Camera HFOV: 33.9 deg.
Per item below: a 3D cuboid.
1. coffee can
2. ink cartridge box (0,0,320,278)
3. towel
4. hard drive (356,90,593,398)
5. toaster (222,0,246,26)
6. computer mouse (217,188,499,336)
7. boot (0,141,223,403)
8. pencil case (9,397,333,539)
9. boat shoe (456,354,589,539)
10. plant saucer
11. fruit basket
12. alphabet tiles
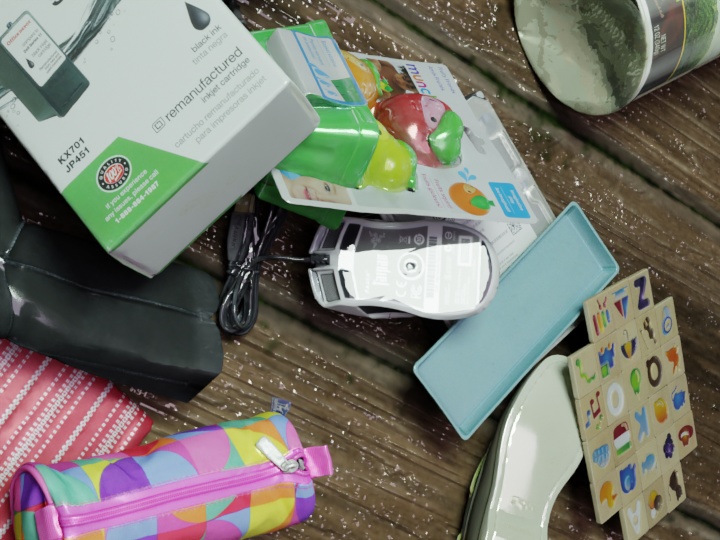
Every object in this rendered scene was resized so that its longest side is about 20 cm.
[{"bbox_3d":[0.244,-0.229,0.961,0.198,0.146,0.148,-28,97,-26],"label":"coffee can"},{"bbox_3d":[-0.144,-0.123,0.715,0.146,0.083,0.200,-42,75,2],"label":"ink cartridge box"},{"bbox_3d":[-0.244,0.092,0.744,0.200,0.022,0.145,43,66,-19],"label":"towel"},{"bbox_3d":[0.091,-0.019,0.921,0.139,0.038,0.202,-37,101,-26],"label":"hard drive"},{"bbox_3d":[-0.102,-0.267,0.794,0.112,0.129,0.203,-17,93,-27],"label":"toaster"},{"bbox_3d":[0.000,0.000,0.845,0.197,0.044,0.112,6,79,-6],"label":"computer mouse"},{"bbox_3d":[-0.181,-0.015,0.759,0.198,0.065,0.167,16,60,-31],"label":"boot"},{"bbox_3d":[-0.120,0.143,0.755,0.198,0.088,0.090,-10,89,-35],"label":"pencil case"},{"bbox_3d":[0.120,0.162,0.904,0.071,0.060,0.204,25,70,-15],"label":"boat shoe"},{"bbox_3d":[0.118,0.035,0.899,0.200,0.019,0.070,-43,105,-23],"label":"plant saucer"},{"bbox_3d":[0.011,-0.106,0.824,0.197,0.094,0.187,-1,45,-24],"label":"fruit basket"},{"bbox_3d":[0.223,0.109,0.955,0.165,0.006,0.203,-22,104,-46],"label":"alphabet tiles"}]
